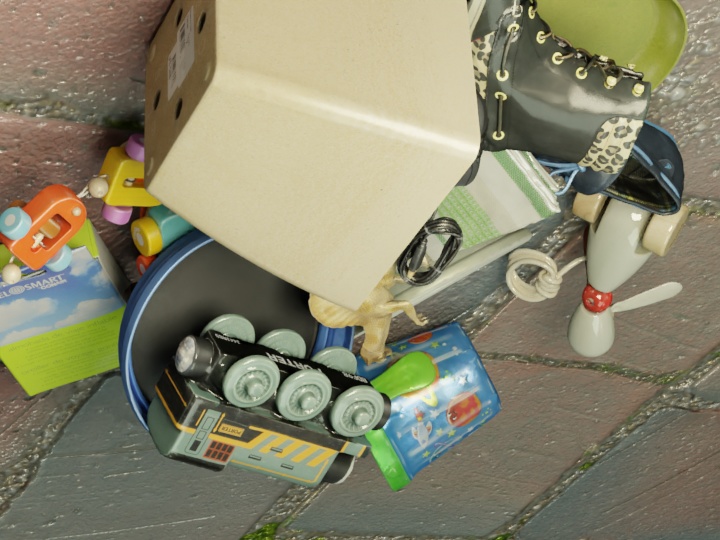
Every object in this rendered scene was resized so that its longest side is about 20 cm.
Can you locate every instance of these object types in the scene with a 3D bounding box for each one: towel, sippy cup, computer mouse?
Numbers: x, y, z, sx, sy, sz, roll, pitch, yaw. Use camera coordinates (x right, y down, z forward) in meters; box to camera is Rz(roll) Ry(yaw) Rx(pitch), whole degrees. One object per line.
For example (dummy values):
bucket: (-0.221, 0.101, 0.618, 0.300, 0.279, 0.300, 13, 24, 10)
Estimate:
towel: (0.041, -0.073, 1.618, 0.199, 0.031, 0.149, -21, 119, 33)
sippy cup: (0.057, 0.118, 1.938, 0.130, 0.178, 0.140, -27, 108, -1)
computer mouse: (0.056, -0.056, 1.506, 0.058, 0.034, 0.201, 5, 135, -3)

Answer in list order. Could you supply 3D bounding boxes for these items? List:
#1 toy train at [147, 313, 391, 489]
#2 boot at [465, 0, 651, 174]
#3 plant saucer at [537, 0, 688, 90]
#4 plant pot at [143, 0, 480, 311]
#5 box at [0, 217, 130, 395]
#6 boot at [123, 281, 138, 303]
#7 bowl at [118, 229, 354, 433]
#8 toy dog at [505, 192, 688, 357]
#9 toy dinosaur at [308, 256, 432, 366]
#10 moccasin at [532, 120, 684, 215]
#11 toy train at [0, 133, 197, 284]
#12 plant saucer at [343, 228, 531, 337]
toy train: (-0.071, 0.109, 1.613, 0.199, 0.085, 0.114, 19, 112, -36)
boot: (0.138, -0.164, 1.479, 0.153, 0.074, 0.204, 12, 123, -7)
plant saucer: (0.152, -0.170, 1.590, 0.199, 0.031, 0.200, -11, 150, -6)
plant pot: (-0.047, -0.121, 1.432, 0.176, 0.201, 0.200, 14, 140, -21)
box: (-0.254, 0.028, 1.706, 0.121, 0.048, 0.200, -18, 150, 2)
boot: (-0.103, 0.007, 1.735, 0.199, 0.075, 0.097, 4, 136, -48)
bowl: (-0.100, 0.054, 1.641, 0.200, 0.039, 0.202, -11, 115, -25)
toy dog: (0.230, -0.022, 1.816, 0.096, 0.132, 0.200, -43, 176, -40)
toy dinosaur: (0.000, 0.000, 1.606, 0.101, 0.058, 0.200, -30, 122, 3)
moccasin: (0.190, -0.095, 1.629, 0.199, 0.069, 0.080, 13, 142, -34)
toy train: (-0.194, -0.035, 1.592, 0.150, 0.056, 0.200, -48, 143, 3)
plant saucer: (0.049, -0.001, 1.758, 0.199, 0.050, 0.200, -28, 178, -1)
